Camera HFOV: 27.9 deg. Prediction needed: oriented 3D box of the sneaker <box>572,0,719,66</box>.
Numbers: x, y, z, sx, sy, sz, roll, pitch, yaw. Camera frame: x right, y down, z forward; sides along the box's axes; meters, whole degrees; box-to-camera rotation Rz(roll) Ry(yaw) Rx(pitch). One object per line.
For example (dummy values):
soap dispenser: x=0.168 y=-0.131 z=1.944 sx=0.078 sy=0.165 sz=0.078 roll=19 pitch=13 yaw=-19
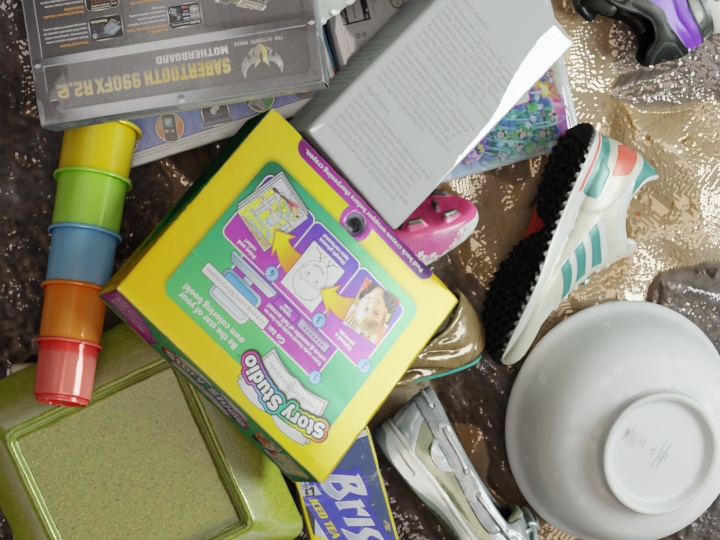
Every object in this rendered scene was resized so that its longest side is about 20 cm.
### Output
sneaker: x=0.199 y=-0.247 z=1.125 sx=0.099 sy=0.070 sz=0.201 roll=-35 pitch=97 yaw=-1

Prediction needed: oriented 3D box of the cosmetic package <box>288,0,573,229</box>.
cosmetic package: x=0.050 y=-0.137 z=1.071 sx=0.200 sy=0.071 sz=0.102 roll=-45 pitch=108 yaw=-9

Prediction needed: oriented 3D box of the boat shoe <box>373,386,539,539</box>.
boat shoe: x=0.096 y=0.184 z=1.146 sx=0.065 sy=0.074 sz=0.202 roll=-42 pitch=91 yaw=2

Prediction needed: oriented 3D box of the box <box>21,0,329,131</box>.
box: x=-0.128 y=-0.189 z=0.979 sx=0.197 sy=0.048 sz=0.161 roll=-9 pitch=92 yaw=2

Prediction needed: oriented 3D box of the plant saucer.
plant saucer: x=-0.166 y=0.147 z=1.047 sx=0.198 sy=0.048 sz=0.202 roll=-24 pitch=96 yaw=-5

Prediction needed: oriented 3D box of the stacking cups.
stacking cups: x=-0.200 y=-0.007 z=1.018 sx=0.060 sy=0.061 sz=0.203 roll=10 pitch=78 yaw=-8

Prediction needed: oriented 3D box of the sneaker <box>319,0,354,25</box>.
sneaker: x=-0.048 y=-0.195 z=1.047 sx=0.197 sy=0.078 sz=0.101 roll=-8 pitch=102 yaw=3

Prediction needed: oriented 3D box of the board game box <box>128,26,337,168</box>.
board game box: x=-0.134 y=-0.193 z=1.095 sx=0.197 sy=0.056 sz=0.199 roll=-17 pitch=96 yaw=-5

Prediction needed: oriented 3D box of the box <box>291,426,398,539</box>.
box: x=-0.003 y=0.219 z=1.139 sx=0.069 sy=0.064 sz=0.203 roll=-16 pitch=97 yaw=-5

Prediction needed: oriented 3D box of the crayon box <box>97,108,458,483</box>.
crayon box: x=-0.055 y=0.020 z=1.024 sx=0.200 sy=0.058 sz=0.173 roll=45 pitch=70 yaw=-15

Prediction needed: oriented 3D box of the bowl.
bowl: x=0.220 y=0.131 z=1.136 sx=0.198 sy=0.090 sz=0.204 roll=-2 pitch=100 yaw=-12

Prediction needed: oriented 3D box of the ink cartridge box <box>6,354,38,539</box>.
ink cartridge box: x=-0.181 y=0.164 z=1.107 sx=0.162 sy=0.075 sz=0.203 roll=-1 pitch=95 yaw=-6

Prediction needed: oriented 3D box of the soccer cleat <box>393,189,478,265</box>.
soccer cleat: x=0.000 y=0.000 z=1.129 sx=0.197 sy=0.070 sz=0.087 roll=-17 pitch=118 yaw=-8

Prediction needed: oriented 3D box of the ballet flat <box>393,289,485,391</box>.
ballet flat: x=0.007 y=0.068 z=1.111 sx=0.198 sy=0.068 sz=0.073 roll=-23 pitch=121 yaw=-15

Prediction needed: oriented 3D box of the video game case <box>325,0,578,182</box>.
video game case: x=0.068 y=-0.174 z=1.129 sx=0.180 sy=0.024 sz=0.203 roll=-15 pitch=96 yaw=-12

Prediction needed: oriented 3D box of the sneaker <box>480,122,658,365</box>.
sneaker: x=0.170 y=-0.009 z=1.140 sx=0.092 sy=0.070 sz=0.202 roll=20 pitch=97 yaw=-21
